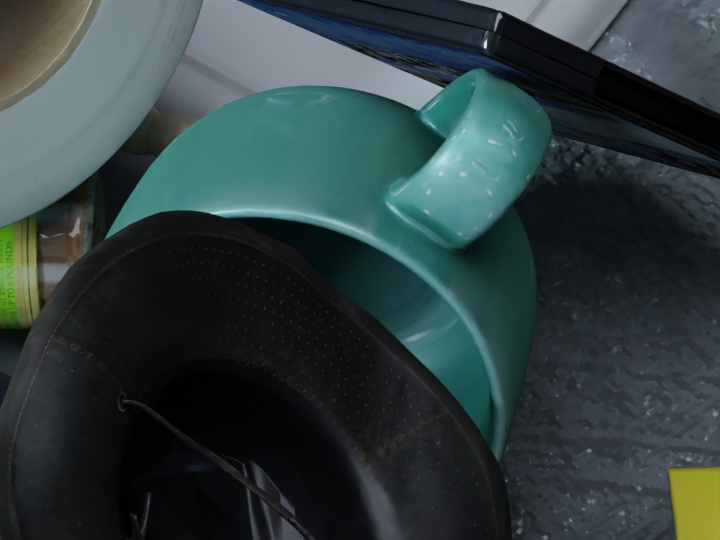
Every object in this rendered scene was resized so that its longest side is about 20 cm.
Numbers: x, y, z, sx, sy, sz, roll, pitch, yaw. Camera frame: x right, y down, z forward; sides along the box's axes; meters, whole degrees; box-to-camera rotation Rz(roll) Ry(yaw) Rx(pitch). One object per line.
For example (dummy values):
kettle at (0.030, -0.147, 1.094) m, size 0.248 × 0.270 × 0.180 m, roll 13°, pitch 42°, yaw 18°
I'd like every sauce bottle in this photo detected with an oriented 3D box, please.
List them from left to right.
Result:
sauce bottle at (-0.197, -0.008, 0.869) m, size 0.199 × 0.065 × 0.065 m, roll -2°, pitch 55°, yaw -1°

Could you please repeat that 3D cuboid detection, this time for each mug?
mug at (-0.001, 0.010, 0.797) m, size 0.184 × 0.152 × 0.115 m, roll -13°, pitch 28°, yaw 21°

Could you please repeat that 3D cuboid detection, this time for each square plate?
square plate at (-0.007, -0.117, 0.972) m, size 0.199 × 0.028 × 0.198 m, roll 28°, pitch 59°, yaw 16°

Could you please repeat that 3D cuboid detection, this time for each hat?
hat at (-0.044, 0.088, 0.672) m, size 0.200 × 0.081 × 0.201 m, roll 25°, pitch 47°, yaw -31°

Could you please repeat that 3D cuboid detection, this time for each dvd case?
dvd case at (0.062, -0.069, 0.831) m, size 0.142 × 0.200 × 0.018 m, roll 19°, pitch 90°, yaw 45°

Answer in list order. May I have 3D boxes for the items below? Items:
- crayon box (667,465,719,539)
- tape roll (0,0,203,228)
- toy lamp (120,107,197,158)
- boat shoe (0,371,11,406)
crayon box at (0.206, 0.129, 0.793) m, size 0.199 × 0.051 × 0.127 m, roll 0°, pitch 55°, yaw -2°
tape roll at (-0.169, -0.126, 0.809) m, size 0.202 × 0.203 × 0.139 m, roll -35°, pitch 43°, yaw -23°
toy lamp at (-0.067, -0.050, 0.898) m, size 0.199 × 0.058 × 0.058 m, roll 14°, pitch 55°, yaw 17°
boat shoe at (-0.143, 0.064, 0.762) m, size 0.075 × 0.062 × 0.200 m, roll -41°, pitch 21°, yaw 3°
